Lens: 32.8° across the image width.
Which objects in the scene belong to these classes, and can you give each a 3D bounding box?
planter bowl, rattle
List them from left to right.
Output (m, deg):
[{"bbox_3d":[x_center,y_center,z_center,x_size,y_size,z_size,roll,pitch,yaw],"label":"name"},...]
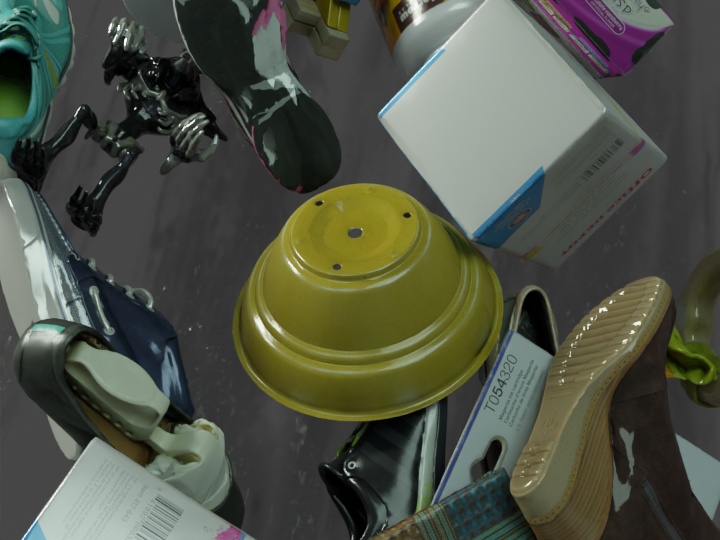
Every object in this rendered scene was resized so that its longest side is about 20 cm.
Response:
[{"bbox_3d":[0.000,0.000,0.854,0.197,0.084,0.202,-5,45,5],"label":"planter bowl"},{"bbox_3d":[0.260,0.013,0.915,0.141,0.201,0.132,22,56,-6],"label":"rattle"}]

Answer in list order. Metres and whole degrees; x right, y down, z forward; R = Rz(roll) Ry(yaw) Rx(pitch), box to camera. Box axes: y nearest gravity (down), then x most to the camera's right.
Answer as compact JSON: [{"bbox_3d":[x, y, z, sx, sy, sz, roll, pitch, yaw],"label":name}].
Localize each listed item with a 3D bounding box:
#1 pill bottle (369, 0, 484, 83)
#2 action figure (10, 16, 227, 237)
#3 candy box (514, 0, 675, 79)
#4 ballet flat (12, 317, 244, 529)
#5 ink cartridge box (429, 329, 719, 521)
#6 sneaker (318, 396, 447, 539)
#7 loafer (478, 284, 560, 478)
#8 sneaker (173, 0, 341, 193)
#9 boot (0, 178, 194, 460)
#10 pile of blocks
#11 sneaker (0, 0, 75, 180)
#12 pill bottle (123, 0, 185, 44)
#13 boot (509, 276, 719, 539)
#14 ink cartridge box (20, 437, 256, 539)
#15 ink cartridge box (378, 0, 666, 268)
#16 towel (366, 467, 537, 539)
[{"bbox_3d":[0.063,-0.235,1.044,0.108,0.110,0.203,-9,64,-23],"label":"pill bottle"},{"bbox_3d":[-0.159,-0.116,0.900,0.119,0.102,0.201,44,51,-10],"label":"action figure"},{"bbox_3d":[0.177,-0.229,1.020,0.061,0.200,0.136,-44,95,5],"label":"candy box"},{"bbox_3d":[-0.130,0.105,0.756,0.200,0.068,0.069,45,50,-25],"label":"ballet flat"},{"bbox_3d":[0.136,0.175,0.831,0.198,0.043,0.198,32,71,-10],"label":"ink cartridge box"},{"bbox_3d":[0.013,0.124,0.842,0.081,0.072,0.203,7,59,-14],"label":"sneaker"},{"bbox_3d":[0.125,0.107,0.896,0.071,0.063,0.203,4,60,-18],"label":"loafer"},{"bbox_3d":[-0.088,-0.153,0.931,0.079,0.086,0.203,-24,104,-10],"label":"sneaker"},{"bbox_3d":[-0.185,0.026,0.838,0.089,0.073,0.203,-12,73,-33],"label":"boot"},{"bbox_3d":[-0.029,-0.283,1.021,0.061,0.081,0.204,8,82,-39],"label":"pile of blocks"},{"bbox_3d":[-0.251,-0.158,0.908,0.076,0.080,0.203,7,59,-15],"label":"sneaker"},{"bbox_3d":[-0.125,-0.292,1.008,0.115,0.117,0.203,19,57,-8],"label":"pill bottle"},{"bbox_3d":[0.190,0.126,0.817,0.166,0.072,0.201,45,63,-21],"label":"boot"},{"bbox_3d":[-0.112,0.221,0.708,0.198,0.126,0.129,33,56,2],"label":"ink cartridge box"},{"bbox_3d":[0.131,-0.097,0.929,0.126,0.128,0.199,52,17,22],"label":"ink cartridge box"},{"bbox_3d":[0.071,0.246,0.763,0.145,0.022,0.203,-23,88,-19],"label":"towel"}]
